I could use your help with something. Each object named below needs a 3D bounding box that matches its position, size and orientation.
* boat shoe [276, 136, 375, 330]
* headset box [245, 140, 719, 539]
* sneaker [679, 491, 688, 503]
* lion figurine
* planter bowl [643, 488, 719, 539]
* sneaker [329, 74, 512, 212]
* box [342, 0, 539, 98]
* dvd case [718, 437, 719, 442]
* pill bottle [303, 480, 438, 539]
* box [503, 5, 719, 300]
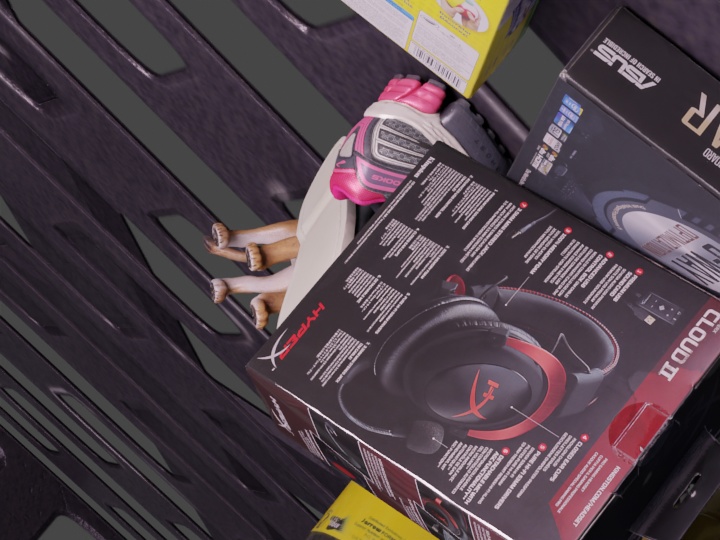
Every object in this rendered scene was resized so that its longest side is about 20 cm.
[{"bbox_3d":[0.000,0.000,1.127,0.062,0.200,0.073,28,122,-14],"label":"boat shoe"},{"bbox_3d":[0.073,0.054,0.962,0.200,0.149,0.075,31,161,26],"label":"headset box"},{"bbox_3d":[0.200,0.189,1.302,0.084,0.121,0.200,15,111,40],"label":"sneaker"},{"bbox_3d":[-0.019,-0.007,1.279,0.200,0.122,0.073,-141,43,-66],"label":"lion figurine"},{"bbox_3d":[0.220,0.167,1.092,0.200,0.083,0.200,36,162,13],"label":"planter bowl"},{"bbox_3d":[0.059,-0.010,1.107,0.200,0.075,0.081,47,162,-23],"label":"sneaker"},{"bbox_3d":[0.027,-0.155,0.863,0.117,0.048,0.200,39,165,5],"label":"box"},{"bbox_3d":[0.291,0.151,1.112,0.200,0.025,0.150,44,162,-11],"label":"dvd case"},{"bbox_3d":[0.058,0.135,1.254,0.112,0.200,0.112,36,162,14],"label":"pill bottle"},{"bbox_3d":[0.145,-0.019,0.957,0.160,0.044,0.200,39,163,5],"label":"box"}]
